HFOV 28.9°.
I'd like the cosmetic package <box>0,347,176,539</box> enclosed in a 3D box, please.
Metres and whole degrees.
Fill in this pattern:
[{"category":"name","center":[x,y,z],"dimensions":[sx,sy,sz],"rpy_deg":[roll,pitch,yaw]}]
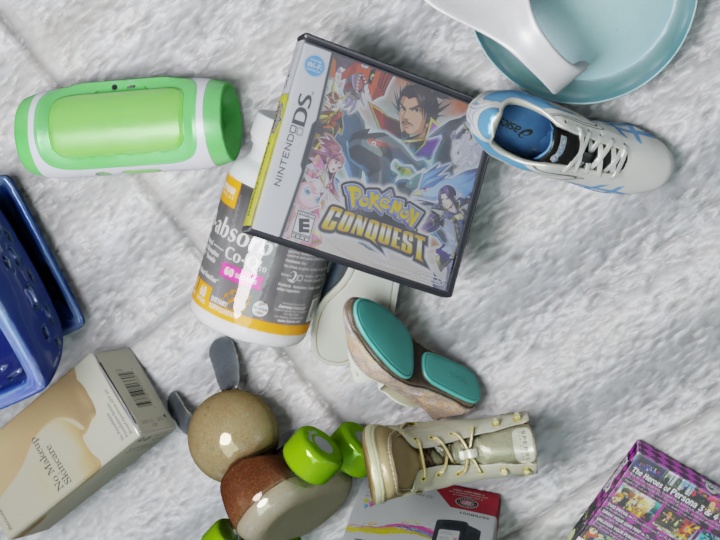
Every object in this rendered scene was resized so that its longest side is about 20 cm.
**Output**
[{"category":"cosmetic package","center":[-0.297,0.176,1.423],"dimensions":[0.200,0.071,0.105],"rpy_deg":[-40,75,19]}]

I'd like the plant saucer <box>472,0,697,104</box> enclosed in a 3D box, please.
[{"category":"plant saucer","center":[0.193,-0.246,1.223],"dimensions":[0.200,0.027,0.201],"rpy_deg":[3,111,9]}]

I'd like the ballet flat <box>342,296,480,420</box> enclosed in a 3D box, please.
[{"category":"ballet flat","center":[0.032,0.093,1.321],"dimensions":[0.067,0.068,0.200],"rpy_deg":[-25,134,32]}]

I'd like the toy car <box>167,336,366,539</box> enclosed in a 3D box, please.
[{"category":"toy car","center":[-0.111,0.172,1.396],"dimensions":[0.164,0.158,0.200],"rpy_deg":[-48,67,18]}]

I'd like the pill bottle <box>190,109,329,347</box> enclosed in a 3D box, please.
[{"category":"pill bottle","center":[-0.079,-0.040,1.292],"dimensions":[0.116,0.116,0.200],"rpy_deg":[18,102,3]}]

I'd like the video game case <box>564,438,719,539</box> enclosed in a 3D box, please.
[{"category":"video game case","center":[0.311,0.290,1.391],"dimensions":[0.200,0.036,0.181],"rpy_deg":[30,112,-2]}]

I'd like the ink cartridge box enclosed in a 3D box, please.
[{"category":"ink cartridge box","center":[0.054,0.286,1.347],"dimensions":[0.145,0.200,0.083],"rpy_deg":[10,111,6]}]

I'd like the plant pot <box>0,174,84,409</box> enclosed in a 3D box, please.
[{"category":"plant pot","center":[-0.396,0.028,1.345],"dimensions":[0.200,0.180,0.200],"rpy_deg":[-21,105,17]}]

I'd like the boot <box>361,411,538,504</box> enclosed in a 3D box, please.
[{"category":"boot","center":[0.087,0.172,1.307],"dimensions":[0.154,0.200,0.072],"rpy_deg":[-7,86,11]}]

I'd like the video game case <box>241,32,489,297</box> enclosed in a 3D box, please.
[{"category":"video game case","center":[0.013,-0.090,1.233],"dimensions":[0.200,0.025,0.181],"rpy_deg":[18,83,-19]}]

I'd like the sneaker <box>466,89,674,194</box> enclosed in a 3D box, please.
[{"category":"sneaker","center":[0.189,-0.107,1.240],"dimensions":[0.200,0.073,0.072],"rpy_deg":[15,112,-13]}]

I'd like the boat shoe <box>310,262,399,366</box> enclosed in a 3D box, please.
[{"category":"boat shoe","center":[0.000,0.000,1.326],"dimensions":[0.075,0.062,0.200],"rpy_deg":[10,121,-11]}]

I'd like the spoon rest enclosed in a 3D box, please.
[{"category":"spoon rest","center":[0.118,-0.233,1.195],"dimensions":[0.099,0.061,0.200],"rpy_deg":[-40,99,20]}]

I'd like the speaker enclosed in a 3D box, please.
[{"category":"speaker","center":[-0.216,-0.133,1.306],"dimensions":[0.200,0.088,0.089],"rpy_deg":[-3,109,11]}]
